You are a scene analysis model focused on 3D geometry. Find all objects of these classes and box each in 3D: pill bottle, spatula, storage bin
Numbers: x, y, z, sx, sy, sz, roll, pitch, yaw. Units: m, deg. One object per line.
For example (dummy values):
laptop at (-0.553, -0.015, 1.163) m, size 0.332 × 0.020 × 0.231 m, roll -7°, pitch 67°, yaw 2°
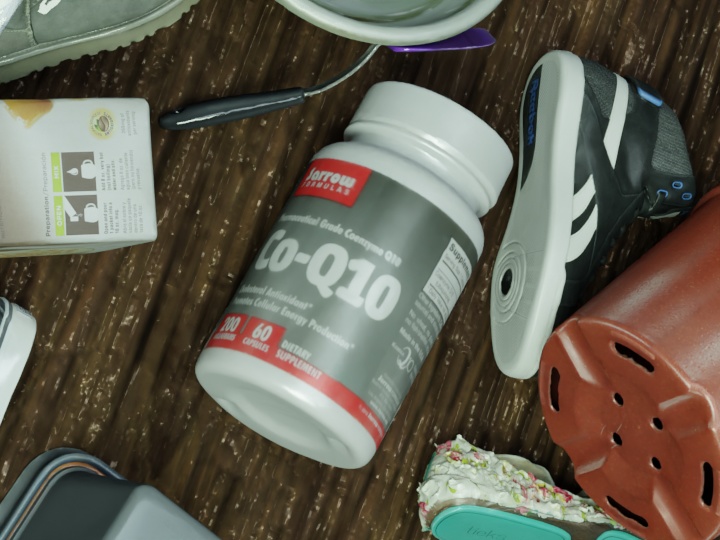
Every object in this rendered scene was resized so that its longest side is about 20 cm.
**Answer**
pill bottle at (0.000, 0.000, 1.615) m, size 0.114 × 0.114 × 0.201 m, roll 35°, pitch 72°, yaw -19°
spatula at (-0.020, -0.111, 1.630) m, size 0.199 × 0.057 × 0.021 m, roll -19°, pitch 108°, yaw -4°
storage bin at (-0.142, 0.206, 1.517) m, size 0.145 × 0.134 × 0.201 m, roll 39°, pitch 71°, yaw -17°

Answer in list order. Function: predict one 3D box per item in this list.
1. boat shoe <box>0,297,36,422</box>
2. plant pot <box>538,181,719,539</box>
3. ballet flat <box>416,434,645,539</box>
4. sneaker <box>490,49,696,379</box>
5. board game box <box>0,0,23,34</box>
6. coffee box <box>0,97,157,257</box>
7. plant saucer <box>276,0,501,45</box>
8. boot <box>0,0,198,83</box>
boat shoe at (-0.238, 0.099, 1.515) m, size 0.068 × 0.072 × 0.201 m, roll 28°, pitch 72°, yaw -23°
plant pot at (0.220, 0.051, 1.656) m, size 0.195 × 0.200 × 0.202 m, roll -31°, pitch 99°, yaw -32°
ballet flat at (0.121, 0.148, 1.690) m, size 0.199 × 0.076 × 0.064 m, roll 25°, pitch 42°, yaw -27°
sneaker at (0.148, -0.025, 1.711) m, size 0.111 × 0.073 × 0.201 m, roll 14°, pitch 78°, yaw -23°
board game box at (-0.273, -0.150, 1.382) m, size 0.199 × 0.062 × 0.200 m, roll 34°, pitch 98°, yaw -14°
coffee box at (-0.222, -0.046, 1.512) m, size 0.199 × 0.114 × 0.080 m, roll -3°, pitch 87°, yaw -26°
plant saucer at (-0.002, -0.211, 1.651) m, size 0.199 × 0.050 × 0.201 m, roll 9°, pitch 63°, yaw -18°
boot at (-0.170, -0.199, 1.503) m, size 0.181 × 0.073 × 0.201 m, roll -28°, pitch 138°, yaw -16°
